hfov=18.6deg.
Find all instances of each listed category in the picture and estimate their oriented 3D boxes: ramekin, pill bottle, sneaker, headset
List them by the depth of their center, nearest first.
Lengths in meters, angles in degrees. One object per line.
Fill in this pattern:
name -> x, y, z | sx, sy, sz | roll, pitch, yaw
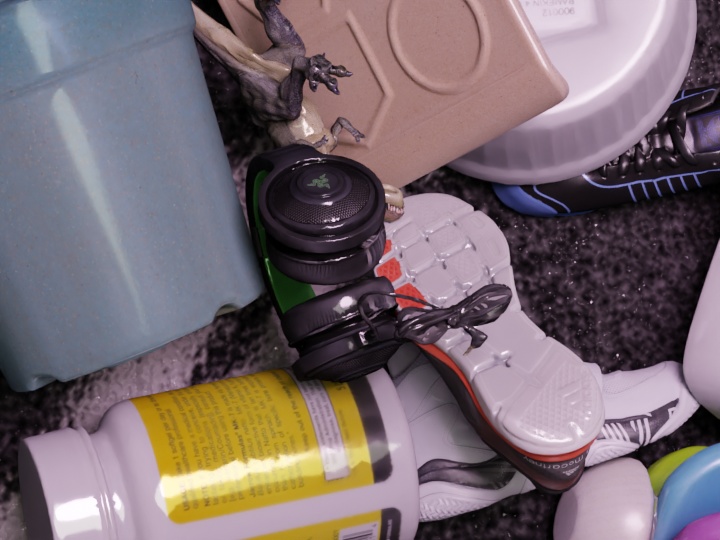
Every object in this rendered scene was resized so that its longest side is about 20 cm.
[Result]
headset -> 0.000, 0.000, 1.137 | 0.094, 0.200, 0.124 | -18, 111, -16
pill bottle -> -0.078, 0.118, 1.190 | 0.199, 0.114, 0.115 | -10, 84, -18
sneaker -> 0.061, 0.044, 1.191 | 0.077, 0.082, 0.200 | -20, 52, -14
ramekin -> 0.093, -0.157, 1.256 | 0.199, 0.098, 0.202 | -1, 80, 6
sneaker -> 0.100, 0.062, 1.269 | 0.199, 0.075, 0.115 | -19, 89, -15
sneaker -> 0.178, -0.078, 1.312 | 0.199, 0.078, 0.070 | -12, 85, -18

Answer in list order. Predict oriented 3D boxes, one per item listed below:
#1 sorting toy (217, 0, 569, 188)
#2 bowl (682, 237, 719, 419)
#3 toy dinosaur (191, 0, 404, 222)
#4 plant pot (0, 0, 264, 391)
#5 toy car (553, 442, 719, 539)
sorting toy -> 0.004, -0.148, 1.188 | 0.036, 0.185, 0.201 | -36, 98, -46
bowl -> 0.299, 0.020, 1.292 | 0.200, 0.075, 0.201 | 28, 81, -37
toy dinosaur -> -0.044, -0.109, 1.189 | 0.047, 0.088, 0.200 | -33, 80, -35
plant pot -> -0.153, -0.052, 1.164 | 0.199, 0.200, 0.197 | -22, 96, -18
toy car -> 0.205, 0.184, 1.230 | 0.174, 0.150, 0.201 | 13, 61, -13
